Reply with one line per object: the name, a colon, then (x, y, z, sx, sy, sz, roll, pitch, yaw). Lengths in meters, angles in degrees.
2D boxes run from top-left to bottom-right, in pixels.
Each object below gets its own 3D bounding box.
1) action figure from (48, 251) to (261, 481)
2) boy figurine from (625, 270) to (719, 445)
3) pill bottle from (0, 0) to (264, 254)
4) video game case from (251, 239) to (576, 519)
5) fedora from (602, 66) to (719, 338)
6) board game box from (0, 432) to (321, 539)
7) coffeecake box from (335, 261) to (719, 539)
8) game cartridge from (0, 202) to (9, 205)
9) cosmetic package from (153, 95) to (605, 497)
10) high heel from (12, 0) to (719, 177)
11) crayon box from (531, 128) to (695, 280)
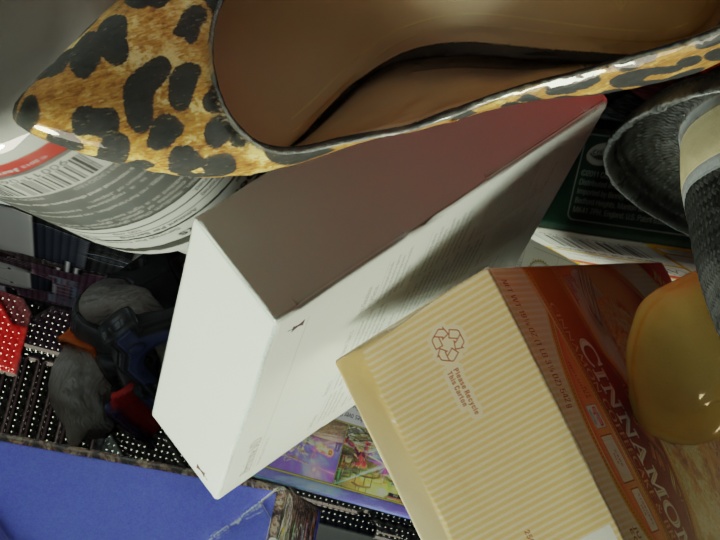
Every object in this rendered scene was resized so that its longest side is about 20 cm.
action figure: (-0.069, 0.023, 1.052, 0.105, 0.193, 0.200, 48, 170, 32)
boy figurine: (0.185, 0.027, 0.806, 0.199, 0.065, 0.124, -7, -149, -34)
pill bottle: (-0.090, -0.071, 0.776, 0.115, 0.117, 0.200, 11, 173, 24)
video game case: (0.028, 0.023, 1.005, 0.199, 0.182, 0.045, 20, 172, -40)
fedora: (0.166, 0.008, 0.660, 0.199, 0.092, 0.201, 6, 163, 2)
board game box: (-0.110, 0.138, 0.993, 0.158, 0.097, 0.200, 10, 172, 5)
coffeecake box: (0.092, 0.080, 0.830, 0.073, 0.154, 0.200, -31, 168, 22)
game cartridge: (-0.159, -0.057, 0.939, 0.133, 0.041, 0.200, 16, 174, 10)
cosmetic package: (0.000, 0.000, 0.826, 0.052, 0.151, 0.200, 49, 157, 12)
high heel: (0.012, -0.067, 0.597, 0.199, 0.072, 0.142, -16, -168, -24)
crayon box: (0.166, -0.013, 0.985, 0.125, 0.052, 0.200, 10, 171, 33)
